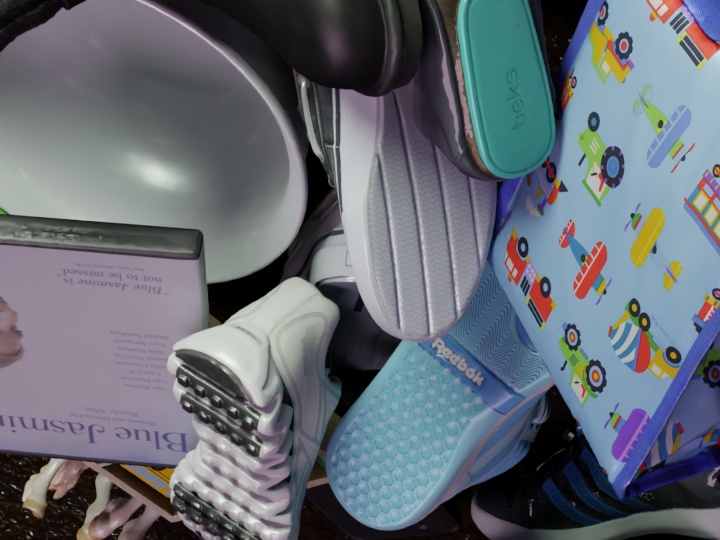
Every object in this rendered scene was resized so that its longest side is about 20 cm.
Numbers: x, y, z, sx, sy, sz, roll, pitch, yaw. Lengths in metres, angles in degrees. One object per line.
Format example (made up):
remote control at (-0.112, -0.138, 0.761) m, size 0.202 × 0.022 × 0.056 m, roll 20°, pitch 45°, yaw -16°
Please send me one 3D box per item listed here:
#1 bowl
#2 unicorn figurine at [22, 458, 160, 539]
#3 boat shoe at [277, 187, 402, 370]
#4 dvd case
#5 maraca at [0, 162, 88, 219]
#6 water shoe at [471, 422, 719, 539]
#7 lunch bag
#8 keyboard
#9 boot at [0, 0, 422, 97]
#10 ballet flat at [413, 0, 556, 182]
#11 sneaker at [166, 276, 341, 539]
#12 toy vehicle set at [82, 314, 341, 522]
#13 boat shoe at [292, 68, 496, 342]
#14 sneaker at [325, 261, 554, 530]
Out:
bowl at (-0.102, -0.093, 1.236) m, size 0.200 × 0.091 × 0.201 m, roll 16°, pitch 143°, yaw 13°
unicorn figurine at (-0.110, 0.101, 1.495) m, size 0.200 × 0.138 × 0.074 m, roll 23°, pitch 162°, yaw 39°
boat shoe at (0.000, 0.000, 1.311) m, size 0.073 × 0.067 × 0.200 m, roll 12°, pitch 164°, yaw -10°
dvd case at (-0.142, 0.036, 1.265) m, size 0.142 × 0.018 × 0.200 m, roll 4°, pitch 147°, yaw 2°
maraca at (-0.144, -0.006, 1.375) m, size 0.107 × 0.137 × 0.200 m, roll -36°, pitch 126°, yaw 12°
water shoe at (0.134, 0.091, 1.333) m, size 0.200 × 0.071 × 0.079 m, roll -9°, pitch 113°, yaw 39°
lunch bag at (0.132, -0.031, 1.089) m, size 0.200 × 0.094 × 0.151 m, roll 102°, pitch 148°, yaw -48°
keyboard at (0.000, 0.088, 1.430) m, size 0.104 × 0.040 × 0.200 m, roll -6°, pitch 149°, yaw 24°
boot at (-0.092, -0.124, 1.074) m, size 0.211 × 0.158 × 0.080 m, roll 47°, pitch 149°, yaw 23°
ballet flat at (0.040, -0.133, 1.082) m, size 0.073 × 0.073 × 0.201 m, roll 10°, pitch 121°, yaw 29°
sneaker at (-0.044, 0.081, 1.276) m, size 0.075 × 0.081 × 0.200 m, roll 33°, pitch 148°, yaw 17°
toy vehicle set at (-0.108, 0.062, 1.339) m, size 0.124 × 0.027 × 0.200 m, roll -18°, pitch 140°, yaw 32°
boat shoe at (0.010, -0.070, 1.166) m, size 0.071 × 0.072 × 0.201 m, roll 9°, pitch 108°, yaw 58°
sneaker at (0.074, 0.036, 1.298) m, size 0.080 × 0.130 × 0.200 m, roll 49°, pitch 113°, yaw 12°
